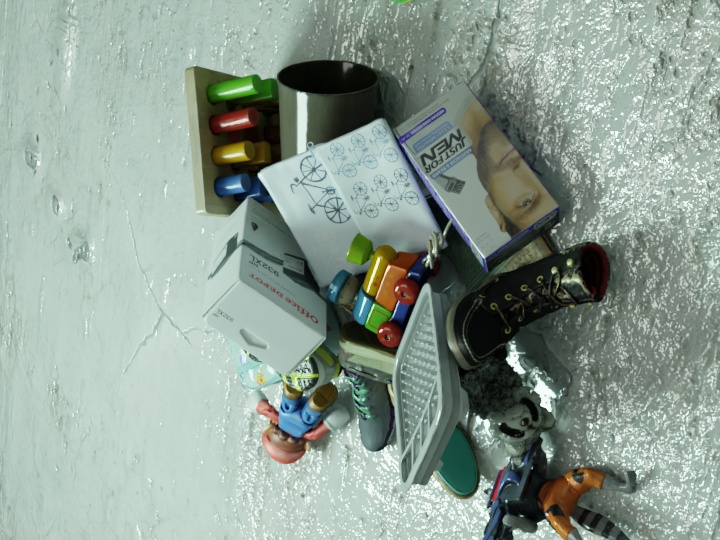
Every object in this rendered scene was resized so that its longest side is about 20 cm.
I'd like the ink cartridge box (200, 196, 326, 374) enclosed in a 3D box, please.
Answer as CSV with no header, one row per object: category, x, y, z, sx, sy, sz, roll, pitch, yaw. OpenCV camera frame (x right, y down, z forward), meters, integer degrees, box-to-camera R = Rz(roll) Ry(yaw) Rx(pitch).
ink cartridge box,-0.121,0.018,1.540,0.084,0.144,0.201,-44,25,25

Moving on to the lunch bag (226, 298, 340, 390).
lunch bag,-0.119,0.088,1.739,0.199,0.077,0.162,-27,77,46

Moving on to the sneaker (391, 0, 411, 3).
sneaker,0.005,-0.400,1.520,0.199,0.083,0.075,35,120,37

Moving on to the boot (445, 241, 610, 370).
boot,0.190,0.035,1.314,0.149,0.200,0.074,-22,97,33

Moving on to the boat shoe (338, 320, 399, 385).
boat shoe,0.064,0.125,1.525,0.198,0.072,0.067,18,129,11

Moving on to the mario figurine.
mario figurine,-0.093,0.201,1.719,0.124,0.105,0.201,56,148,19

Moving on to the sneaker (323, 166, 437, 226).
sneaker,0.047,-0.091,1.505,0.198,0.080,0.079,-18,45,24

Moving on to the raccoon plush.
raccoon plush,0.169,0.135,1.437,0.096,0.201,0.134,-38,108,17

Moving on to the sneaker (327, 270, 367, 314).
sneaker,0.000,0.000,1.606,0.109,0.070,0.200,-52,18,-4

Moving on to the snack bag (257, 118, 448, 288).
snack bag,-0.014,-0.079,1.461,0.198,0.021,0.190,-17,115,26

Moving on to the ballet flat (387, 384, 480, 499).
ballet flat,0.098,0.217,1.553,0.201,0.068,0.063,63,162,22

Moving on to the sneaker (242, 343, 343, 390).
sneaker,-0.104,0.103,1.634,0.200,0.076,0.076,42,117,37

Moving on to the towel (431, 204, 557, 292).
towel,0.151,-0.064,1.467,0.147,0.022,0.201,-47,64,41

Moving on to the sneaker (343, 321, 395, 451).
sneaker,0.002,0.157,1.613,0.074,0.087,0.203,15,107,44

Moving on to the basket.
basket,-0.047,-0.163,1.574,0.134,0.181,0.203,5,113,6

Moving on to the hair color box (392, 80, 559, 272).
hair color box,0.137,-0.113,1.394,0.109,0.065,0.201,-34,72,-1

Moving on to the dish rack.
dish rack,0.080,0.135,1.342,0.201,0.043,0.173,-94,16,-45

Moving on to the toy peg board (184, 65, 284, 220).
toy peg board,-0.139,-0.179,1.633,0.097,0.199,0.202,-8,85,31

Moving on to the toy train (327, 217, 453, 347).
toy train,0.035,-0.012,1.432,0.115,0.085,0.202,27,127,11

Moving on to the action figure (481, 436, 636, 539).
action figure,0.215,0.298,1.387,0.192,0.104,0.201,4,58,53
